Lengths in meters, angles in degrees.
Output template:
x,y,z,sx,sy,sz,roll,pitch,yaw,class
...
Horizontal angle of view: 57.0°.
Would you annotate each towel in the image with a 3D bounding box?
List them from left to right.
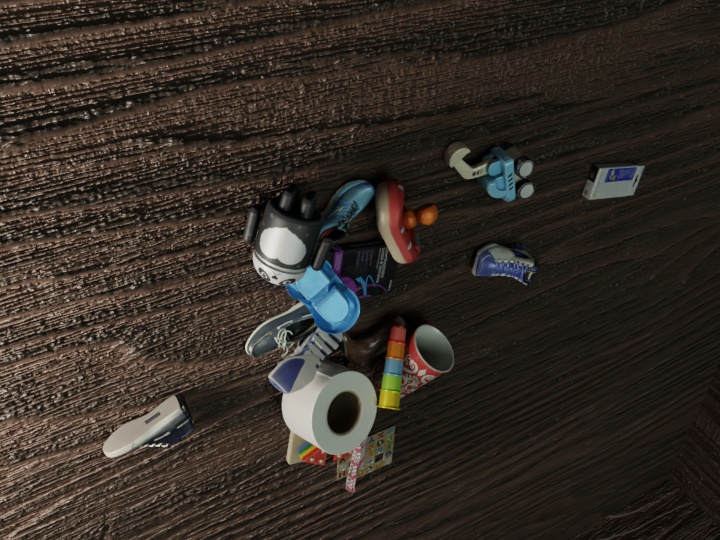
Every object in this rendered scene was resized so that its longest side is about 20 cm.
x,y,z,sx,sy,sz,roll,pitch,yaw,class
0.002,0.505,1.863,0.029,0.147,0.203,15,123,8,towel

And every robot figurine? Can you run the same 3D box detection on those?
x,y,z,sx,sy,sz,roll,pitch,yaw,class
-0.147,-0.069,1.346,0.123,0.150,0.203,-6,125,-47,robot figurine

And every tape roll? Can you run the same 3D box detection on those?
x,y,z,sx,sy,sz,roll,pitch,yaw,class
-0.076,0.331,1.631,0.199,0.138,0.208,-6,99,-37,tape roll

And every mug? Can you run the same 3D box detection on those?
x,y,z,sx,sy,sz,roll,pitch,yaw,class
0.143,0.242,1.753,0.200,0.134,0.177,-44,175,38,mug

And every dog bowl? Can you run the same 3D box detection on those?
x,y,z,sx,sy,sz,roll,pitch,yaw,class
-0.086,0.048,1.477,0.111,0.050,0.201,-39,109,2,dog bowl

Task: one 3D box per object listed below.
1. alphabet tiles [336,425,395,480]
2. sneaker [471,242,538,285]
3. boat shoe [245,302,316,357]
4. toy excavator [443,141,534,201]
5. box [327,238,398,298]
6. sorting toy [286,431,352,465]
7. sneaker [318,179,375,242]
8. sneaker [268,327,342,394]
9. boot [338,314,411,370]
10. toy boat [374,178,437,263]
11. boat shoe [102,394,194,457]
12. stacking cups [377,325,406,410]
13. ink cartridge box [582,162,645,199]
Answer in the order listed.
x,y,z,sx,sy,sz,roll,pitch,yaw,class
0.016,0.562,2.006,0.197,0.008,0.170,-17,130,-25,alphabet tiles
0.406,-0.015,1.775,0.196,0.115,0.082,-8,123,-32,sneaker
-0.172,0.144,1.529,0.197,0.062,0.076,-30,135,-14,boat shoe
0.303,-0.236,1.577,0.197,0.100,0.197,-23,131,-8,toy excavator
0.000,0.000,1.566,0.196,0.036,0.146,-11,127,-31,box
-0.090,0.443,1.799,0.195,0.070,0.204,-9,126,-30,sorting toy
-0.038,-0.107,1.421,0.200,0.090,0.079,-44,136,-3,sneaker
-0.128,0.208,1.552,0.081,0.115,0.199,47,68,-3,sneaker
0.035,0.158,1.685,0.197,0.065,0.188,-29,146,-11,boot
0.108,-0.117,1.470,0.128,0.132,0.201,-16,138,14,toy boat
-0.462,0.370,1.476,0.198,0.075,0.094,-30,127,-14,boat shoe
0.079,0.240,1.648,0.060,0.060,0.205,14,77,-41,stacking cups
0.724,-0.257,1.894,0.196,0.037,0.096,-7,124,-29,ink cartridge box
